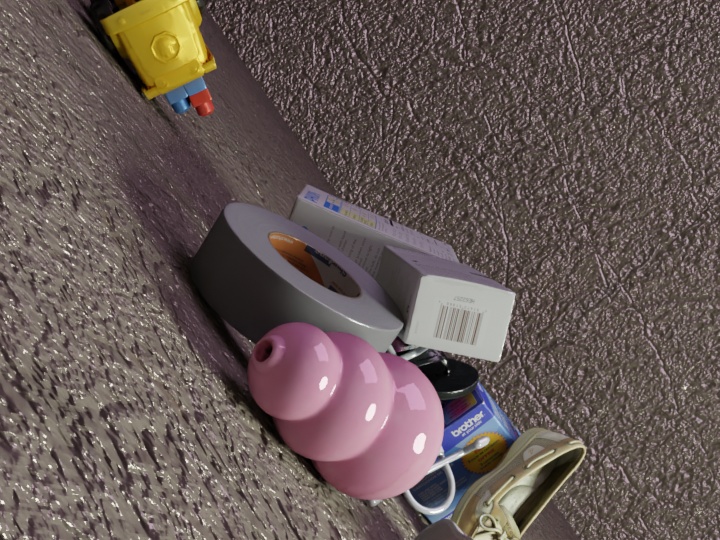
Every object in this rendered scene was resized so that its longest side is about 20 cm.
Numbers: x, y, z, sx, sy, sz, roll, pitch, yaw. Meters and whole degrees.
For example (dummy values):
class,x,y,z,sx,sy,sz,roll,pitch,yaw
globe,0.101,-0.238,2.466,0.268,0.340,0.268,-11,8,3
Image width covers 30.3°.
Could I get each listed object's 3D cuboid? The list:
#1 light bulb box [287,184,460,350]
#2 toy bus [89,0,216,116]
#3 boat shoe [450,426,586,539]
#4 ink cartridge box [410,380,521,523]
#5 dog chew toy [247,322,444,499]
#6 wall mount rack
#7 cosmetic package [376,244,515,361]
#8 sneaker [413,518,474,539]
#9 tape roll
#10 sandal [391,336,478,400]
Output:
class,x,y,z,sx,sy,sz,roll,pitch,yaw
light bulb box,0.000,0.000,1.534,0.198,0.126,0.198,22,7,-2
toy bus,-0.252,-0.293,1.722,0.194,0.134,0.200,65,-4,-25
boat shoe,0.161,0.246,1.397,0.063,0.200,0.074,7,-49,48
ink cartridge box,0.105,0.203,1.473,0.200,0.136,0.077,50,7,-31
dog chew toy,-0.018,0.110,1.101,0.200,0.124,0.125,38,14,-42
wall mount rack,0.032,0.150,1.309,0.074,0.172,0.202,-37,-103,53
cosmetic package,0.078,0.030,1.333,0.100,0.075,0.200,12,8,-12
sneaker,0.102,0.297,1.179,0.115,0.072,0.201,56,4,-5
tape roll,-0.058,0.020,1.234,0.199,0.067,0.201,33,13,-9
sandal,0.031,0.091,1.409,0.198,0.048,0.076,12,30,1
